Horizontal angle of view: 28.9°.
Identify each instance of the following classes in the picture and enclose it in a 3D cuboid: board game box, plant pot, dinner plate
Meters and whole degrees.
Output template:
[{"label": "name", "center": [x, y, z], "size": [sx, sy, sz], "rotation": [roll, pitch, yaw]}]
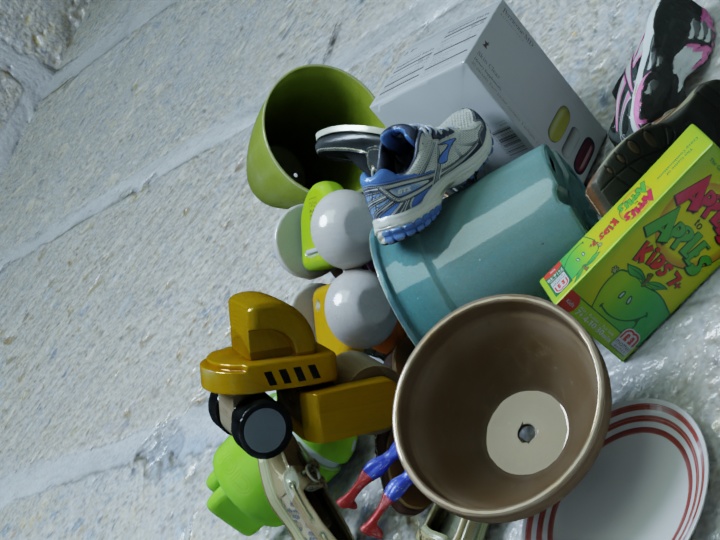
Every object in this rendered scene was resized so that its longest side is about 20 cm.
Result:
[{"label": "board game box", "center": [0.271, -0.023, 1.278], "size": [0.200, 0.101, 0.048], "rotation": [-47, 27, 13]}, {"label": "plant pot", "center": [0.135, 0.131, 1.239], "size": [0.198, 0.093, 0.203], "rotation": [-13, 61, 24]}, {"label": "dinner plate", "center": [0.218, 0.201, 1.187], "size": [0.200, 0.024, 0.202], "rotation": [-39, 30, 28]}, {"label": "plant pot", "center": [0.143, -0.011, 1.389], "size": [0.195, 0.200, 0.201], "rotation": [-33, 32, 19]}, {"label": "plant pot", "center": [-0.083, -0.160, 1.948], "size": [0.200, 0.186, 0.189], "rotation": [-33, 30, 62]}]

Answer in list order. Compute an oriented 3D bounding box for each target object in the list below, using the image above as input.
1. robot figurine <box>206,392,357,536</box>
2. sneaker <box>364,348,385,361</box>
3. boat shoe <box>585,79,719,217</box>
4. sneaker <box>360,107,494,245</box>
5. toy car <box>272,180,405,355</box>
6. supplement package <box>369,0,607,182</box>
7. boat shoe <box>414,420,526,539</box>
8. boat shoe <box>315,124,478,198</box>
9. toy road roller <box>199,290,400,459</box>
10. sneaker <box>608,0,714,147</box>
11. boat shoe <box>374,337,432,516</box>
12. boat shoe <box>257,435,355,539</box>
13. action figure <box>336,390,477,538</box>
[{"label": "robot figurine", "center": [-0.085, 0.204, 1.561], "size": [0.200, 0.115, 0.176], "rotation": [-46, 21, 14]}, {"label": "sneaker", "center": [-0.014, 0.070, 1.649], "size": [0.198, 0.076, 0.115], "rotation": [-31, 28, 27]}, {"label": "boat shoe", "center": [0.291, -0.109, 1.347], "size": [0.199, 0.076, 0.074], "rotation": [-33, 0, -26]}, {"label": "sneaker", "center": [0.064, -0.114, 1.365], "size": [0.076, 0.086, 0.200], "rotation": [-13, 28, 40]}, {"label": "toy car", "center": [0.000, 0.000, 1.522], "size": [0.175, 0.148, 0.203], "rotation": [-16, 84, 65]}, {"label": "supplement package", "center": [0.141, -0.164, 1.527], "size": [0.155, 0.200, 0.111], "rotation": [-19, 32, 47]}, {"label": "boat shoe", "center": [0.086, 0.233, 1.314], "size": [0.202, 0.063, 0.073], "rotation": [-57, 27, -7]}, {"label": "boat shoe", "center": [0.033, -0.114, 1.499], "size": [0.198, 0.072, 0.069], "rotation": [13, 82, 27]}, {"label": "toy road roller", "center": [-0.060, 0.092, 1.377], "size": [0.123, 0.197, 0.148], "rotation": [-159, 63, -68]}, {"label": "sneaker", "center": [0.305, -0.211, 1.478], "size": [0.086, 0.080, 0.201], "rotation": [-30, 28, 56]}, {"label": "boat shoe", "center": [0.048, 0.169, 1.447], "size": [0.071, 0.070, 0.202], "rotation": [126, 156, -45]}, {"label": "boat shoe", "center": [-0.044, 0.244, 1.422], "size": [0.062, 0.202, 0.073], "rotation": [-30, -10, 21]}, {"label": "action figure", "center": [0.059, 0.162, 1.337], "size": [0.065, 0.051, 0.201], "rotation": [44, 104, 34]}]
